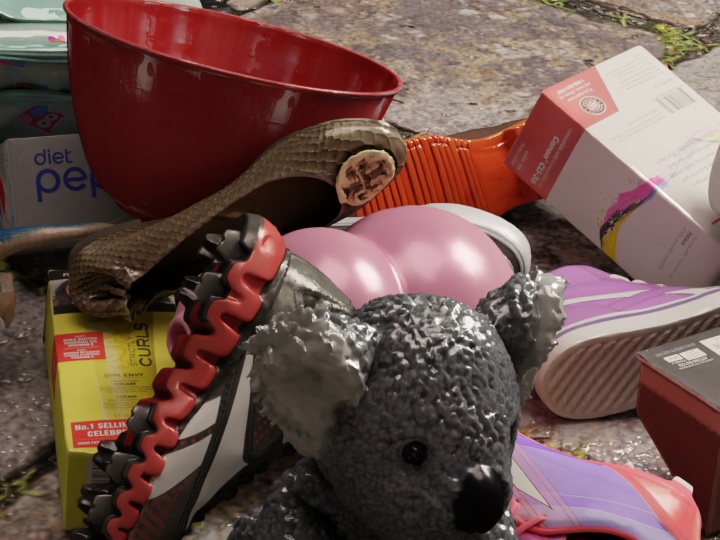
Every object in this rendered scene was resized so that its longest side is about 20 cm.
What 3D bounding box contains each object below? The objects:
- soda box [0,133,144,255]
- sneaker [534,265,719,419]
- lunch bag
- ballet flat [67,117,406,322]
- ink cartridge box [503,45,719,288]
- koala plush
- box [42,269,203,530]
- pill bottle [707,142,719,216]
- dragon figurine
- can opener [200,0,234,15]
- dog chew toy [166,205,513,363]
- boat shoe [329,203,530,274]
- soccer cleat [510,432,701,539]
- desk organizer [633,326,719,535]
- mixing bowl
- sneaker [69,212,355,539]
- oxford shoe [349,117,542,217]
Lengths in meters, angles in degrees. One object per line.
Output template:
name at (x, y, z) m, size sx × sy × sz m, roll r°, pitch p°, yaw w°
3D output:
soda box at (-0.125, -0.052, 1.385) m, size 0.199 × 0.068 × 0.063 m, roll -5°, pitch -4°, yaw -19°
sneaker at (0.182, 0.025, 1.300) m, size 0.200 × 0.073 × 0.114 m, roll -3°, pitch 25°, yaw -14°
lunch bag at (-0.197, -0.115, 1.413) m, size 0.199 × 0.160 × 0.077 m, roll -3°, pitch 61°, yaw -18°
ballet flat at (-0.065, -0.023, 1.201) m, size 0.200 × 0.067 × 0.046 m, roll -23°, pitch 43°, yaw 2°
ink cartridge box at (0.204, -0.043, 1.399) m, size 0.200 × 0.068 × 0.116 m, roll 43°, pitch 42°, yaw 19°
koala plush at (0.017, 0.095, 0.992) m, size 0.177 × 0.200 × 0.184 m, roll -9°, pitch 30°, yaw -24°
box at (-0.130, 0.065, 1.195) m, size 0.075 × 0.050 × 0.200 m, roll 0°, pitch 27°, yaw -10°
pill bottle at (0.315, -0.036, 1.317) m, size 0.200 × 0.114 × 0.114 m, roll 24°, pitch 23°, yaw -14°
dragon figurine at (-0.237, -0.005, 1.243) m, size 0.200 × 0.059 × 0.099 m, roll -31°, pitch 39°, yaw -11°
can opener at (-0.179, -0.160, 1.469) m, size 0.199 × 0.079 × 0.063 m, roll 1°, pitch 9°, yaw -20°
dog chew toy at (-0.012, 0.029, 1.184) m, size 0.200 × 0.125 × 0.124 m, roll -4°, pitch 27°, yaw -35°
boat shoe at (0.000, 0.000, 1.326) m, size 0.199 × 0.070 × 0.066 m, roll 6°, pitch 32°, yaw 5°
soccer cleat at (0.071, 0.118, 1.112) m, size 0.199 × 0.067 × 0.077 m, roll 14°, pitch 35°, yaw 15°
desk organizer at (0.242, 0.070, 1.211) m, size 0.200 × 0.077 × 0.072 m, roll -15°, pitch 32°, yaw -33°
mixing bowl at (-0.085, -0.082, 1.285) m, size 0.200 × 0.109 × 0.200 m, roll 14°, pitch 14°, yaw -4°
sneaker at (-0.066, 0.078, 1.070) m, size 0.098 × 0.201 × 0.071 m, roll 29°, pitch -7°, yaw -14°
oxford shoe at (0.059, -0.057, 1.468) m, size 0.200 × 0.071 × 0.072 m, roll -13°, pitch 4°, yaw -27°
